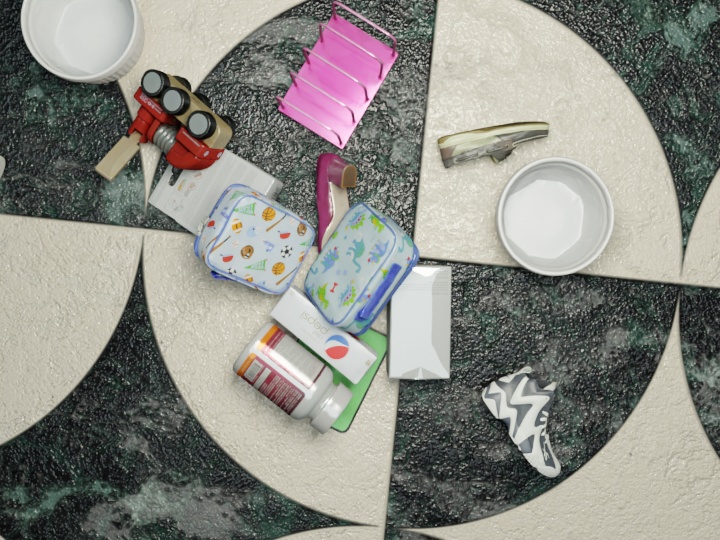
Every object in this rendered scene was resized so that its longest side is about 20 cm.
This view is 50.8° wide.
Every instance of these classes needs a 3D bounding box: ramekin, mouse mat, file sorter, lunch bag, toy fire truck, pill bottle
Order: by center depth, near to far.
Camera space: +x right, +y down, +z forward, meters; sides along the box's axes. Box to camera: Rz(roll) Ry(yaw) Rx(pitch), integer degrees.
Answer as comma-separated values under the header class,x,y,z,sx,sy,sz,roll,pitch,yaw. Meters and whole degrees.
class,x,y,z,sx,sy,sz,roll,pitch,yaw
lunch bag,0.000,0.000,1.300,0.082,0.161,0.201,25,104,-41
lunch bag,-0.185,-0.048,1.304,0.199,0.075,0.161,27,96,-42
file sorter,-0.041,-0.340,1.318,0.138,0.125,0.201,31,92,0
toy fire truck,-0.349,-0.226,1.325,0.176,0.129,0.200,41,106,10
ramekin,-0.473,-0.423,1.327,0.198,0.105,0.202,0,92,1
ramekin,0.329,-0.092,1.327,0.198,0.105,0.202,0,91,0
pill bottle,-0.118,0.191,1.335,0.200,0.110,0.110,38,91,-1
mouse mat,-0.053,0.179,1.392,0.160,0.008,0.201,27,93,0

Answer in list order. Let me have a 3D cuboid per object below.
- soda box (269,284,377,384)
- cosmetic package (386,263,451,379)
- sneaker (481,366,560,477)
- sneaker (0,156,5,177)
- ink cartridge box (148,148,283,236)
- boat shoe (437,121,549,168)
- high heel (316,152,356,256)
class,x,y,z,sx,sy,sz,roll,pitch,yaw
soda box,-0.064,0.113,1.353,0.200,0.068,0.064,39,93,-1
cosmetic package,0.102,0.090,1.351,0.112,0.081,0.202,3,93,-3
sneaker,0.324,0.261,1.357,0.129,0.079,0.200,-39,81,10
sneaker,-0.736,-0.138,1.356,0.115,0.074,0.201,26,82,1
ink cartridge box,-0.262,-0.139,1.374,0.199,0.057,0.163,32,92,20
boat shoe,0.238,-0.224,1.353,0.199,0.072,0.067,-9,102,1
high heel,-0.057,-0.109,1.375,0.067,0.096,0.202,3,109,-38
